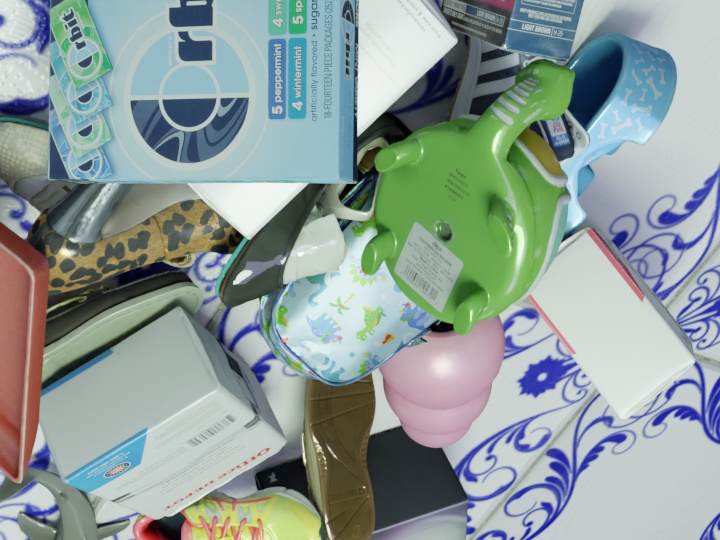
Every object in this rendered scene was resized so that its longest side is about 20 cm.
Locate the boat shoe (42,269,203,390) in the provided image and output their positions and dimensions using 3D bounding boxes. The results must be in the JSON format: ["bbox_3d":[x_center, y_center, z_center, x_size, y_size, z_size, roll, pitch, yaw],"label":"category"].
[{"bbox_3d":[-0.226,0.047,0.972,0.199,0.061,0.072,-28,146,-3],"label":"boat shoe"}]

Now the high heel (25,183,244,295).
[{"bbox_3d":[-0.155,-0.017,0.883,0.143,0.072,0.200,-47,146,7],"label":"high heel"}]

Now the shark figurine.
[{"bbox_3d":[-0.274,0.249,1.110,0.126,0.090,0.217,-14,135,-16],"label":"shark figurine"}]

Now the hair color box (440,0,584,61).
[{"bbox_3d":[0.119,-0.256,0.814,0.060,0.100,0.203,4,108,-27],"label":"hair color box"}]

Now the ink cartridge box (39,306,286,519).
[{"bbox_3d":[-0.164,0.130,1.017,0.145,0.087,0.200,-31,158,0],"label":"ink cartridge box"}]

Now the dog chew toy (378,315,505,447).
[{"bbox_3d":[0.073,0.097,1.132,0.123,0.126,0.202,-17,143,-12],"label":"dog chew toy"}]

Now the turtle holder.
[{"bbox_3d":[0.086,-0.060,0.866,0.131,0.140,0.189,-26,119,-44],"label":"turtle holder"}]

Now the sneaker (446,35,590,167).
[{"bbox_3d":[0.134,-0.155,0.928,0.069,0.108,0.202,-20,134,-38],"label":"sneaker"}]

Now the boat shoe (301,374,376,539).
[{"bbox_3d":[-0.028,0.159,1.127,0.070,0.064,0.204,0,88,-24],"label":"boat shoe"}]

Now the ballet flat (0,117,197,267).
[{"bbox_3d":[-0.197,-0.053,0.889,0.198,0.063,0.067,21,145,-38],"label":"ballet flat"}]

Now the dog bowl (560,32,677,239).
[{"bbox_3d":[0.181,-0.114,1.008,0.049,0.112,0.201,27,114,-25],"label":"dog bowl"}]

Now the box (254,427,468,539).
[{"bbox_3d":[0.002,0.291,1.260,0.197,0.124,0.201,-16,132,-14],"label":"box"}]

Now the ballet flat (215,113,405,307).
[{"bbox_3d":[-0.029,-0.046,0.883,0.201,0.068,0.068,-58,167,-21],"label":"ballet flat"}]

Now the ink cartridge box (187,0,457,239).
[{"bbox_3d":[-0.036,-0.136,0.836,0.199,0.146,0.085,-41,109,13],"label":"ink cartridge box"}]

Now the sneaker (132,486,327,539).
[{"bbox_3d":[-0.126,0.248,1.109,0.090,0.197,0.080,-18,106,-63],"label":"sneaker"}]

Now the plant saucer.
[{"bbox_3d":[-0.290,0.021,0.849,0.037,0.199,0.202,-30,146,-44],"label":"plant saucer"}]

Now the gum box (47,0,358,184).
[{"bbox_3d":[-0.100,-0.141,0.749,0.197,0.173,0.044,2,-179,17],"label":"gum box"}]

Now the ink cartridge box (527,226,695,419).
[{"bbox_3d":[0.225,0.040,1.075,0.083,0.147,0.200,-40,172,12],"label":"ink cartridge box"}]

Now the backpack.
[{"bbox_3d":[0.000,0.000,0.998,0.199,0.155,0.163,-32,121,23],"label":"backpack"}]
